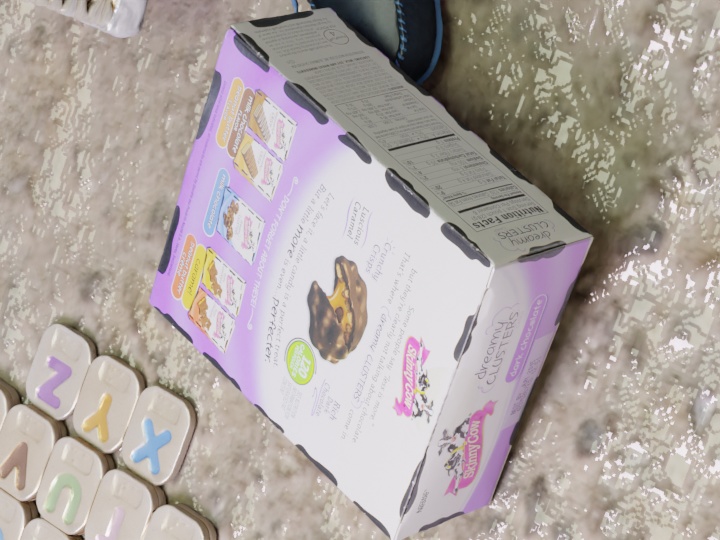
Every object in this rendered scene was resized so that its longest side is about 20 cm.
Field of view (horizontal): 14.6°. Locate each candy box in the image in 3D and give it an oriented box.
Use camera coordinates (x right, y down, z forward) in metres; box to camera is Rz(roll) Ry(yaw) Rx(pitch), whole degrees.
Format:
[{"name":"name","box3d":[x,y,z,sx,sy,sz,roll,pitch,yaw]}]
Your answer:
[{"name":"candy box","box3d":[0.000,0.000,1.351,0.200,0.071,0.168,43,130,31]}]

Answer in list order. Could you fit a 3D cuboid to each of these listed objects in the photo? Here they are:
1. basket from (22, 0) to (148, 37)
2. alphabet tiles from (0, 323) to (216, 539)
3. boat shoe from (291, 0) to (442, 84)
[{"name":"basket","box3d":[-0.189,-0.249,1.452,0.198,0.160,0.201,32,105,55]},{"name":"alphabet tiles","box3d":[-0.163,0.139,1.526,0.199,0.015,0.197,30,104,34]},{"name":"boat shoe","box3d":[-0.025,-0.177,1.412,0.084,0.068,0.201,-38,66,29]}]
